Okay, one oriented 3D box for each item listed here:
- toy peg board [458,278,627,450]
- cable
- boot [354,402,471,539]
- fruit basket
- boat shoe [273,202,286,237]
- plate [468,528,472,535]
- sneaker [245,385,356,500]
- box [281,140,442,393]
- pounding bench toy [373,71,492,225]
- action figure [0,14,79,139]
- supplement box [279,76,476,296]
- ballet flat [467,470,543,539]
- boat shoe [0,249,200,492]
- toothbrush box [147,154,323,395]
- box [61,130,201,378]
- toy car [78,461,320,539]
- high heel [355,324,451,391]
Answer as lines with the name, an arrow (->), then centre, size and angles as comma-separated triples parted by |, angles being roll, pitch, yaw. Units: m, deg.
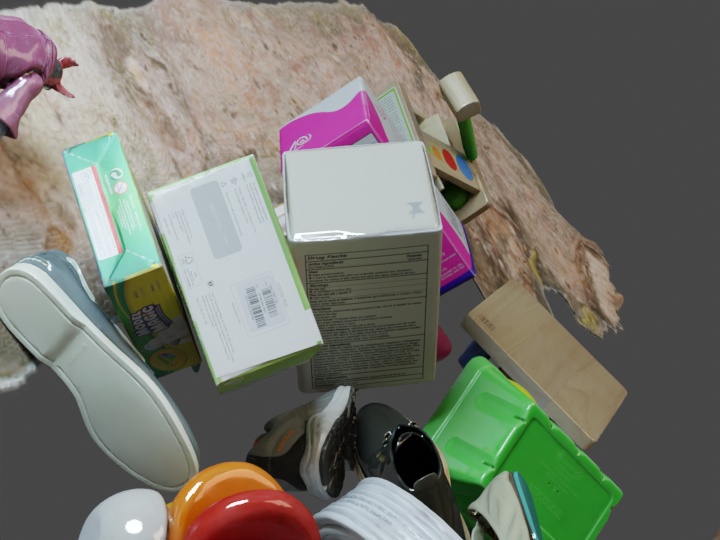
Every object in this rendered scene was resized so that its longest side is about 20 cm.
toy peg board -> 0.195, 0.131, 1.592 | 0.199, 0.098, 0.200 | 45, 23, 8
cable -> 0.044, 0.252, 1.035 | 0.199, 0.069, 0.202 | 29, -34, 42
boot -> 0.036, 0.150, 1.133 | 0.200, 0.077, 0.139 | 54, -15, 46
fruit basket -> 0.135, 0.180, 1.330 | 0.215, 0.156, 0.216 | 35, -13, 9
boat shoe -> -0.061, -0.020, 1.278 | 0.070, 0.070, 0.200 | 60, 23, 7
plate -> 0.061, 0.242, 1.267 | 0.200, 0.025, 0.201 | 44, 28, -31
sneaker -> -0.044, 0.139, 1.129 | 0.200, 0.078, 0.075 | -20, 109, -81
box -> 0.000, 0.000, 1.174 | 0.201, 0.126, 0.110 | 90, -6, -47
pounding bench toy -> 0.081, -0.126, 1.509 | 0.155, 0.199, 0.125 | 19, 44, -53
action figure -> -0.279, -0.164, 0.958 | 0.199, 0.149, 0.135 | 0, 54, -46
supplement box -> 0.016, -0.067, 1.301 | 0.201, 0.103, 0.102 | 55, 14, -27
ballet flat -> 0.124, 0.237, 1.052 | 0.069, 0.069, 0.201 | 46, 13, -25
boat shoe -> -0.176, 0.068, 0.964 | 0.201, 0.073, 0.062 | 50, 29, -6
toothbrush box -> -0.096, 0.011, 1.034 | 0.200, 0.085, 0.147 | 127, -57, -80
box -> -0.165, -0.001, 1.005 | 0.201, 0.048, 0.118 | 79, -10, -64
toy car -> -0.080, 0.214, 0.852 | 0.174, 0.150, 0.202 | 22, 41, -29
high heel -> 0.031, 0.095, 1.324 | 0.198, 0.068, 0.097 | 7, 44, -42
